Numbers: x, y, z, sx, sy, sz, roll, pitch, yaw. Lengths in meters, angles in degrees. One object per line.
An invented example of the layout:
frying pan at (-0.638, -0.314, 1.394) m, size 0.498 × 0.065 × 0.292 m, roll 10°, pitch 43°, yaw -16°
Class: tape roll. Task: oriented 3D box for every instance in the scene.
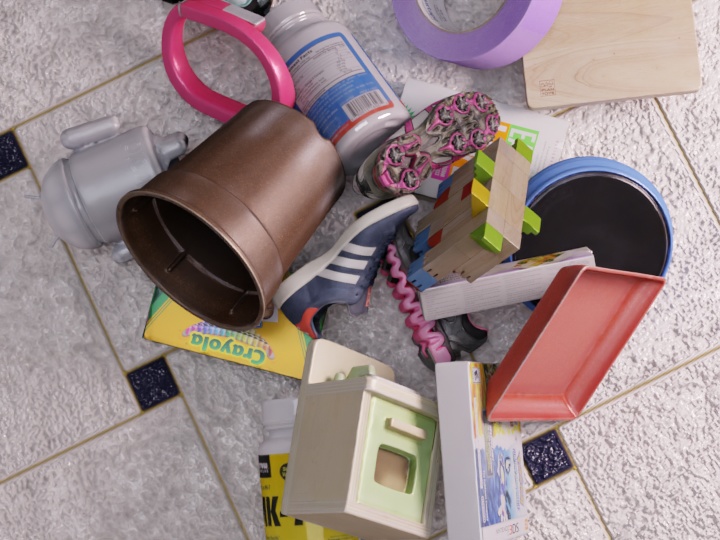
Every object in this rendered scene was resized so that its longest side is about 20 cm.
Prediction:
tape roll at (0.134, -0.335, 1.687) m, size 0.200 × 0.066 × 0.201 m, roll -2°, pitch 87°, yaw 35°

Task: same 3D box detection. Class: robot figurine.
robot figurine at (-0.286, -0.096, 1.712) m, size 0.200 × 0.113 × 0.170 m, roll -23°, pitch 100°, yaw 1°

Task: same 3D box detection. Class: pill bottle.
pill bottle at (-0.036, -0.217, 1.702) m, size 0.112 × 0.112 × 0.200 m, roll -34°, pitch 68°, yaw 0°
pill bottle at (-0.057, 0.243, 1.665) m, size 0.114 × 0.114 × 0.201 m, roll -6°, pitch 84°, yaw 3°

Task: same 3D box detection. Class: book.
book at (0.133, -0.137, 1.729) m, size 0.200 × 0.048 × 0.134 m, roll 15°, pitch 84°, yaw 8°

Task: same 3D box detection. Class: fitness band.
fitness band at (-0.156, -0.237, 1.697) m, size 0.200 × 0.144 × 0.037 m, roll 26°, pitch 43°, yaw 32°

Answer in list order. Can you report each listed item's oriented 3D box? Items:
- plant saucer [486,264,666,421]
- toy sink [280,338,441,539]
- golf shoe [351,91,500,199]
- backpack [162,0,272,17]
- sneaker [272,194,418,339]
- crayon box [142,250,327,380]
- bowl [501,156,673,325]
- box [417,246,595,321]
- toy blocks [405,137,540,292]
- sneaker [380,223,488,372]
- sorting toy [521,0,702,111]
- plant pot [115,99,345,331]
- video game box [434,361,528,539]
plant saucer at (0.229, 0.075, 1.612) m, size 0.037 × 0.199 × 0.200 m, roll 40°, pitch 109°, yaw 32°
toy sink at (0.011, 0.178, 1.584) m, size 0.112 × 0.130 × 0.200 m, roll -12°, pitch 62°, yaw 45°
golf shoe at (0.072, -0.144, 1.666) m, size 0.200 × 0.092 × 0.073 m, roll -32°, pitch 100°, yaw -30°
backpack at (-0.163, -0.413, 1.721) m, size 0.175 × 0.153 × 0.200 m, roll 22°, pitch 78°, yaw 10°
sneaker at (0.000, 0.000, 1.644) m, size 0.200 × 0.075 × 0.085 m, roll -40°, pitch 82°, yaw 13°
crayon box at (-0.141, 0.049, 1.716) m, size 0.199 × 0.058 × 0.119 m, roll 14°, pitch 85°, yaw 5°
bowl at (0.259, -0.029, 1.673) m, size 0.200 × 0.039 × 0.201 m, roll -1°, pitch 106°, yaw -3°
box at (0.163, 0.015, 1.639) m, size 0.199 × 0.039 × 0.042 m, roll -12°, pitch 106°, yaw 0°
toy blocks at (0.117, -0.053, 1.628) m, size 0.100 × 0.200 × 0.137 m, roll 38°, pitch 129°, yaw -20°
sneaker at (0.084, 0.015, 1.705) m, size 0.095 × 0.079 × 0.200 m, roll -24°, pitch 90°, yaw -8°
sorting toy at (0.283, -0.290, 1.719) m, size 0.199 × 0.070 × 0.199 m, roll -6°, pitch 84°, yaw 3°
plant pot at (-0.131, -0.072, 1.628) m, size 0.200 × 0.200 × 0.198 m, roll 36°, pitch 59°, yaw 6°
video game box at (0.136, 0.201, 1.622) m, size 0.047 × 0.182 × 0.201 m, roll -6°, pitch 84°, yaw 19°
